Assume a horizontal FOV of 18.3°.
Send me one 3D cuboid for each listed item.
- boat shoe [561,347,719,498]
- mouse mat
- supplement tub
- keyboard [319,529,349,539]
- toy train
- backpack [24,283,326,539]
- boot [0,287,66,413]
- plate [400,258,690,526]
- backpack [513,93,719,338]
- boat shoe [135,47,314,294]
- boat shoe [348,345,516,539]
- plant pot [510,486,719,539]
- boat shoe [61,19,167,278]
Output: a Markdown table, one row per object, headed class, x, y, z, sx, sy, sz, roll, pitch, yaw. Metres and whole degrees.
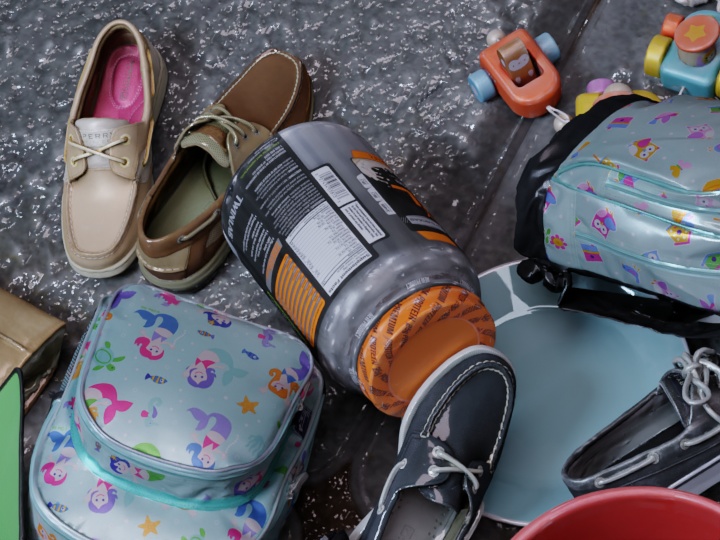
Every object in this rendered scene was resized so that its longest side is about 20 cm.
| class | x | y | z | sx | sy | sz | roll | pitch | yaw |
| --- | --- | --- | --- | --- | --- | --- | --- | --- | --- |
| boat shoe | 0.215 | 0.086 | 1.415 | 0.199 | 0.068 | 0.074 | -34 | 32 | 8 |
| mouse mat | -0.247 | 0.182 | 1.468 | 0.008 | 0.161 | 0.200 | 11 | 58 | -24 |
| supplement tub | 0.000 | 0.000 | 1.505 | 0.122 | 0.123 | 0.200 | -33 | 50 | -7 |
| keyboard | -0.092 | 0.227 | 1.406 | 0.200 | 0.104 | 0.040 | -44 | 89 | 3 |
| toy train | 0.183 | -0.157 | 1.611 | 0.200 | 0.056 | 0.150 | -27 | 61 | -4 |
| backpack | -0.122 | 0.120 | 1.442 | 0.177 | 0.151 | 0.200 | 20 | 55 | 3 |
| boot | -0.288 | 0.003 | 1.614 | 0.200 | 0.066 | 0.175 | 30 | 83 | 24 |
| plate | 0.126 | 0.083 | 1.511 | 0.200 | 0.026 | 0.201 | -5 | 61 | 9 |
| backpack | 0.215 | -0.042 | 1.465 | 0.200 | 0.127 | 0.167 | 21 | 48 | 40 |
| boat shoe | -0.097 | -0.078 | 1.611 | 0.075 | 0.074 | 0.200 | 20 | 68 | 20 |
| boat shoe | 0.049 | 0.144 | 1.434 | 0.075 | 0.060 | 0.200 | 23 | 95 | -16 |
| plant pot | 0.171 | 0.251 | 1.325 | 0.200 | 0.177 | 0.201 | -5 | 61 | 8 |
| boat shoe | -0.187 | -0.093 | 1.639 | 0.073 | 0.069 | 0.201 | -2 | 62 | 10 |
